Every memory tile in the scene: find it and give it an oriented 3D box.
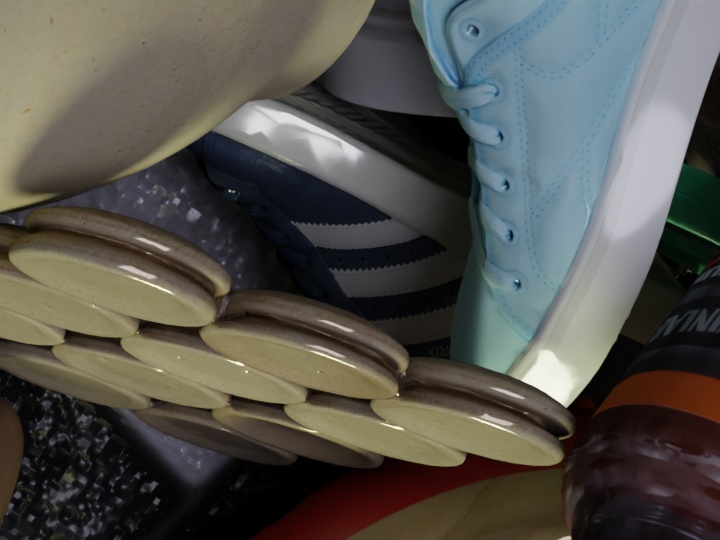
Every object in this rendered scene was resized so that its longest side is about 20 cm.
[{"bbox_3d":[-0.046,0.020,0.747,0.153,0.200,0.017,23,76,-24],"label":"memory tile"}]

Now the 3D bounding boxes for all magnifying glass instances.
[{"bbox_3d":[0.123,0.004,0.851,0.200,0.079,0.022,28,86,-58],"label":"magnifying glass"}]

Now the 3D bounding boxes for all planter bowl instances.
[{"bbox_3d":[-0.073,-0.106,0.708,0.135,0.200,0.201,4,103,-36],"label":"planter bowl"}]

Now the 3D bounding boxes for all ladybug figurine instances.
[{"bbox_3d":[0.023,0.099,0.836,0.200,0.072,0.136,-30,143,17],"label":"ladybug figurine"}]

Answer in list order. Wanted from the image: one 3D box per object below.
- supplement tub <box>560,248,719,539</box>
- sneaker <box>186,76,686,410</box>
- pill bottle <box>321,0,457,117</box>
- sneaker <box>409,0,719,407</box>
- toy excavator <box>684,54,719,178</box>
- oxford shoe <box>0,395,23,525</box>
[{"bbox_3d":[0.121,0.038,0.705,0.200,0.107,0.107,-51,118,-25],"label":"supplement tub"},{"bbox_3d":[0.000,0.000,0.830,0.200,0.075,0.085,27,106,-21],"label":"sneaker"},{"bbox_3d":[0.032,-0.148,0.777,0.112,0.112,0.201,-5,107,-21],"label":"pill bottle"},{"bbox_3d":[0.042,-0.055,0.722,0.082,0.074,0.200,13,113,-10],"label":"sneaker"},{"bbox_3d":[0.183,-0.070,0.880,0.200,0.100,0.195,-32,116,-21],"label":"toy excavator"},{"bbox_3d":[-0.129,0.119,0.814,0.084,0.073,0.200,11,108,-34],"label":"oxford shoe"}]
